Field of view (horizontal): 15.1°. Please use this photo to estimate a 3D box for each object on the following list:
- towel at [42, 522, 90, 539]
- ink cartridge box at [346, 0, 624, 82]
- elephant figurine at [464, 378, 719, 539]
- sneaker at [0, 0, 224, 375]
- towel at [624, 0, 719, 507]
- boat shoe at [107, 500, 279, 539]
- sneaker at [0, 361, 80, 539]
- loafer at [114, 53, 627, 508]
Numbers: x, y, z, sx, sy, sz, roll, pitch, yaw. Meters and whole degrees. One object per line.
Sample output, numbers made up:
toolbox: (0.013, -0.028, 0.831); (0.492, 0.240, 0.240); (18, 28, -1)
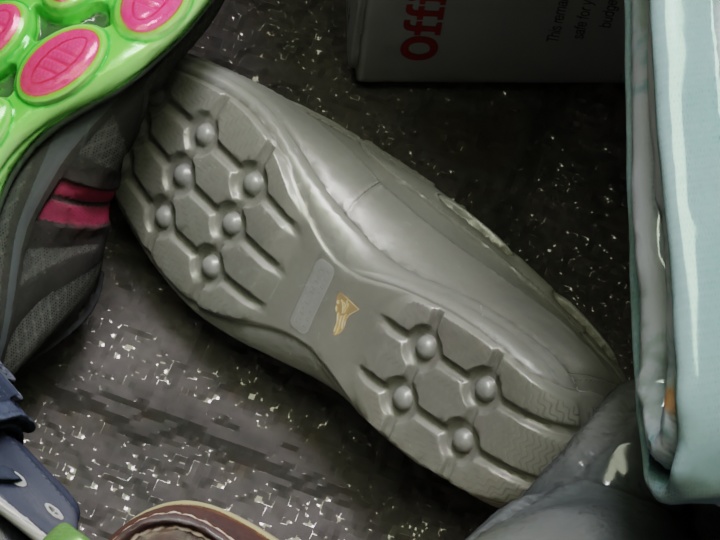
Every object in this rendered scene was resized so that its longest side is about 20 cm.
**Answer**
towel: (-0.125, 0.159, 0.635); (0.031, 0.149, 0.200); (39, 71, 12)
ink cartridge box: (0.097, -0.130, 0.846); (0.199, 0.145, 0.084); (0, 59, -5)
elephant figurine: (0.105, 0.136, 0.697); (0.154, 0.201, 0.142); (2, 40, 33)
sneaker: (-0.104, -0.029, 0.792); (0.077, 0.084, 0.200); (31, 77, 21)
towel: (0.145, -0.044, 0.628); (0.170, 0.048, 0.201); (1, 81, -8)
boat shoe: (-0.008, 0.138, 0.709); (0.072, 0.072, 0.200); (-34, 70, -2)
sneaker: (-0.133, 0.024, 0.628); (0.077, 0.202, 0.146); (-36, 75, -3)
loafer: (0.000, 0.000, 0.813); (0.200, 0.070, 0.070); (42, 24, 25)
